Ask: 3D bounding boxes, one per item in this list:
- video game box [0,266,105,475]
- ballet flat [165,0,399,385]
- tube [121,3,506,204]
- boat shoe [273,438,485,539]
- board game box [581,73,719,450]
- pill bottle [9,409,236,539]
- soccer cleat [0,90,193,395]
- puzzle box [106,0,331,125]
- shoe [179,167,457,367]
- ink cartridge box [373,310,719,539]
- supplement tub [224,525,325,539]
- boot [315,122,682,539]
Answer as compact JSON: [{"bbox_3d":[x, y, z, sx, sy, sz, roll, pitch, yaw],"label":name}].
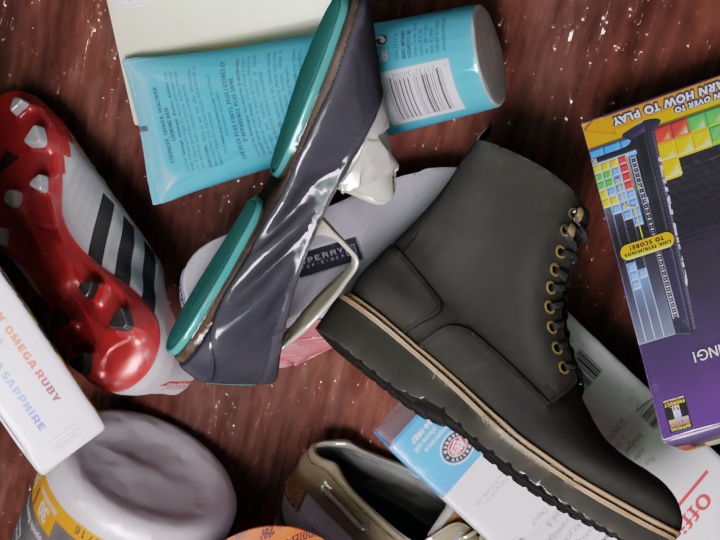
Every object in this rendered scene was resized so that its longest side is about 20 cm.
[{"bbox_3d":[-0.213,0.006,0.869,0.047,0.200,0.183,-37,104,-11],"label":"video game box"},{"bbox_3d":[-0.024,-0.032,0.791,0.073,0.073,0.201,26,97,1],"label":"ballet flat"},{"bbox_3d":[-0.027,-0.088,0.836,0.198,0.050,0.078,-10,92,20],"label":"tube"},{"bbox_3d":[0.048,0.159,0.932,0.198,0.075,0.069,20,121,5],"label":"boat shoe"},{"bbox_3d":[0.222,-0.021,0.783,0.199,0.057,0.167,-19,71,19],"label":"board game box"},{"bbox_3d":[-0.158,0.192,0.971,0.116,0.116,0.201,27,115,1],"label":"pill bottle"},{"bbox_3d":[-0.151,-0.013,0.890,0.069,0.085,0.201,-40,62,12],"label":"soccer cleat"},{"bbox_3d":[-0.073,-0.179,0.846,0.132,0.025,0.202,-4,111,15],"label":"puzzle box"},{"bbox_3d":[0.000,0.000,0.885,0.198,0.091,0.072,-13,78,-9],"label":"shoe"},{"bbox_3d":[0.119,0.114,0.876,0.200,0.067,0.116,43,85,-7],"label":"ink cartridge box"},{"bbox_3d":[-0.051,0.225,0.912,0.122,0.123,0.201,18,149,5],"label":"supplement tub"},{"bbox_3d":[0.095,0.030,0.788,0.199,0.077,0.139,35,83,12],"label":"boot"}]
